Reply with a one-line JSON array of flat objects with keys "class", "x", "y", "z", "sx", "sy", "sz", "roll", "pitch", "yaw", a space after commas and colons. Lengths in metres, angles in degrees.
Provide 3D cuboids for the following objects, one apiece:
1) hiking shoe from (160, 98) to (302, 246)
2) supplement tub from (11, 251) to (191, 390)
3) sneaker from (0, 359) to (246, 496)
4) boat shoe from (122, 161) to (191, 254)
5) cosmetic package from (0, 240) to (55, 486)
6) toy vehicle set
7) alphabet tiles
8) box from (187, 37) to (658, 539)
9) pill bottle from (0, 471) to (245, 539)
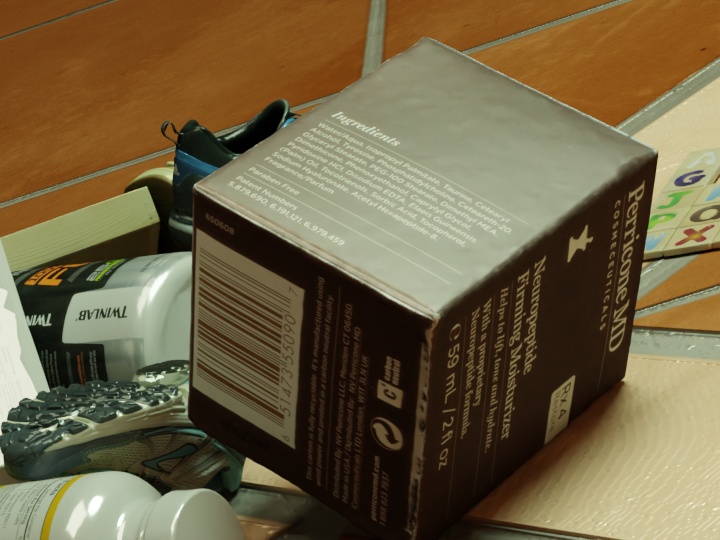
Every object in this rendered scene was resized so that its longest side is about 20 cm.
[{"class": "hiking shoe", "x": -0.031, "y": -0.068, "z": 1.687, "sx": 0.200, "sy": 0.087, "sz": 0.074, "roll": -13, "pitch": 21, "yaw": -30}, {"class": "supplement tub", "x": -0.169, "y": 0.056, "z": 1.627, "sx": 0.200, "sy": 0.123, "sz": 0.123, "roll": -6, "pitch": 23, "yaw": 36}, {"class": "sneaker", "x": -0.120, "y": 0.104, "z": 1.447, "sx": 0.077, "sy": 0.087, "sz": 0.200, "roll": 2, "pitch": 7, "yaw": 34}, {"class": "boat shoe", "x": -0.118, "y": -0.037, "z": 1.807, "sx": 0.063, "sy": 0.073, "sz": 0.201, "roll": -42, "pitch": -10, "yaw": -16}, {"class": "cosmetic package", "x": -0.230, "y": 0.057, "z": 1.532, "sx": 0.082, "sy": 0.051, "sz": 0.200, "roll": -16, "pitch": 47, "yaw": -9}, {"class": "toy vehicle set", "x": -0.201, "y": 0.006, "z": 1.782, "sx": 0.124, "sy": 0.027, "sz": 0.200, "roll": -20, "pitch": -14, "yaw": -12}, {"class": "alphabet tiles", "x": 0.277, "y": -0.057, "z": 1.659, "sx": 0.200, "sy": 0.008, "sz": 0.167, "roll": -10, "pitch": 21, "yaw": 29}, {"class": "box", "x": 0.031, "y": 0.009, "z": 1.400, "sx": 0.164, "sy": 0.166, "sz": 0.200, "roll": 28, "pitch": 44, "yaw": 29}, {"class": "pill bottle", "x": -0.160, "y": 0.161, "z": 1.353, "sx": 0.199, "sy": 0.105, "sz": 0.104, "roll": -9, "pitch": 21, "yaw": 28}]
